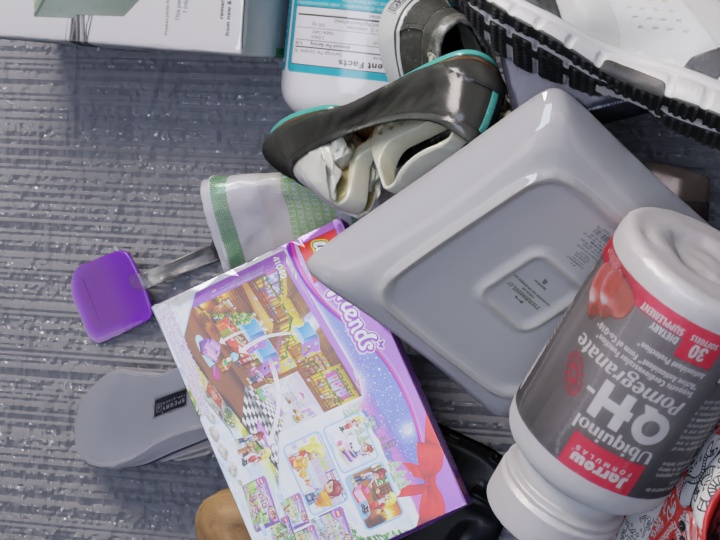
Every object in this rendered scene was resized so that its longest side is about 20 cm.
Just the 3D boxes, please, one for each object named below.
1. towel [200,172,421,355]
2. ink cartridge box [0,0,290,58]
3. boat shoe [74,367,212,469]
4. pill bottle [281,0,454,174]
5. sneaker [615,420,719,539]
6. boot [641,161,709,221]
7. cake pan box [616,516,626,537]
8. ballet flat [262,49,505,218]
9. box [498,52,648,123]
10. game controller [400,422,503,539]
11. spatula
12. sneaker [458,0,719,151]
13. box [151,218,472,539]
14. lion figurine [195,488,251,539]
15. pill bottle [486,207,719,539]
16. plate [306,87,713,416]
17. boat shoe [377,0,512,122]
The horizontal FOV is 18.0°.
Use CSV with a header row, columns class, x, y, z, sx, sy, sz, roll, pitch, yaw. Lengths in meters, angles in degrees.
class,x,y,z,sx,sy,sz,roll,pitch,yaw
towel,0.000,0.000,1.511,0.199,0.031,0.150,2,131,20
ink cartridge box,-0.145,-0.190,1.529,0.199,0.146,0.085,6,96,17
boat shoe,-0.120,0.102,1.566,0.199,0.065,0.074,-11,66,46
pill bottle,0.006,-0.165,1.503,0.110,0.111,0.201,8,96,16
sneaker,0.203,0.162,1.366,0.067,0.108,0.202,30,122,-4
boot,0.194,0.006,1.482,0.199,0.070,0.147,22,91,7
cake pan box,0.258,0.156,1.441,0.199,0.052,0.185,-10,114,17
ballet flat,0.006,-0.076,1.395,0.199,0.068,0.069,-21,56,46
box,0.134,-0.193,1.410,0.117,0.197,0.201,-14,89,8
game controller,0.006,0.139,1.563,0.199,0.042,0.105,25,114,14
spatula,-0.117,-0.007,1.594,0.199,0.021,0.057,-23,92,15
sneaker,0.149,-0.138,1.283,0.199,0.074,0.080,24,80,3
box,-0.031,0.086,1.451,0.136,0.039,0.201,-24,83,6
lion figurine,-0.051,0.167,1.528,0.199,0.073,0.123,-21,110,20
pill bottle,0.155,0.072,1.341,0.110,0.111,0.201,35,116,12
plate,0.102,0.003,1.384,0.200,0.032,0.199,-35,127,23
boat shoe,0.068,-0.088,1.457,0.071,0.201,0.064,-41,42,-17
